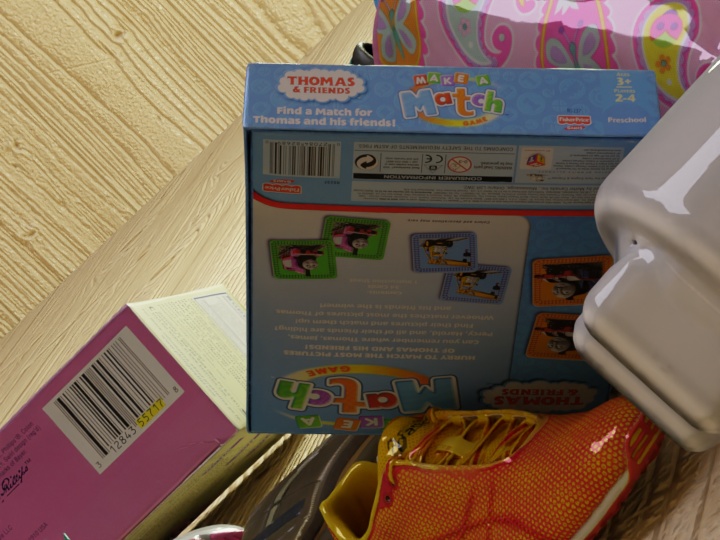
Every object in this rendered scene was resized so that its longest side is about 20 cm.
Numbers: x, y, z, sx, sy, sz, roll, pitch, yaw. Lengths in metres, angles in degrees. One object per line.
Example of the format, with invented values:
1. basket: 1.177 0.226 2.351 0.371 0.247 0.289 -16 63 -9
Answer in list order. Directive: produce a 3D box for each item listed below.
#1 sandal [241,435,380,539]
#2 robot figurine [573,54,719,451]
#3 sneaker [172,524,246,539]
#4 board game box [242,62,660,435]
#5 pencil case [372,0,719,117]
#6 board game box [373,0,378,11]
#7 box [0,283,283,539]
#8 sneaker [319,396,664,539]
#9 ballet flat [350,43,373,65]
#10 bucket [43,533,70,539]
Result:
1. sandal: -0.016 0.124 1.248 0.080 0.054 0.200 -38 13 33
2. robot figurine: 0.161 -0.031 0.946 0.200 0.113 0.170 -47 -5 -8
3. sneaker: -0.116 0.195 1.302 0.200 0.081 0.088 -45 11 0
4. board game box: 0.030 -0.002 1.056 0.201 0.150 0.037 93 177 -53
5. pencil case: 0.096 -0.084 1.085 0.199 0.088 0.088 15 54 42
6. board game box: 0.132 -0.198 1.528 0.199 0.056 0.196 -5 -28 -28
7. box: -0.135 0.105 1.586 0.176 0.097 0.200 -44 -7 12
8. sneaker: 0.045 0.087 1.069 0.200 0.077 0.073 -31 15 51
9. ballet flat: 0.087 -0.117 1.491 0.199 0.069 0.068 -13 19 -4
10. bucket: -0.142 0.225 1.110 0.207 0.135 0.207 -43 8 8
